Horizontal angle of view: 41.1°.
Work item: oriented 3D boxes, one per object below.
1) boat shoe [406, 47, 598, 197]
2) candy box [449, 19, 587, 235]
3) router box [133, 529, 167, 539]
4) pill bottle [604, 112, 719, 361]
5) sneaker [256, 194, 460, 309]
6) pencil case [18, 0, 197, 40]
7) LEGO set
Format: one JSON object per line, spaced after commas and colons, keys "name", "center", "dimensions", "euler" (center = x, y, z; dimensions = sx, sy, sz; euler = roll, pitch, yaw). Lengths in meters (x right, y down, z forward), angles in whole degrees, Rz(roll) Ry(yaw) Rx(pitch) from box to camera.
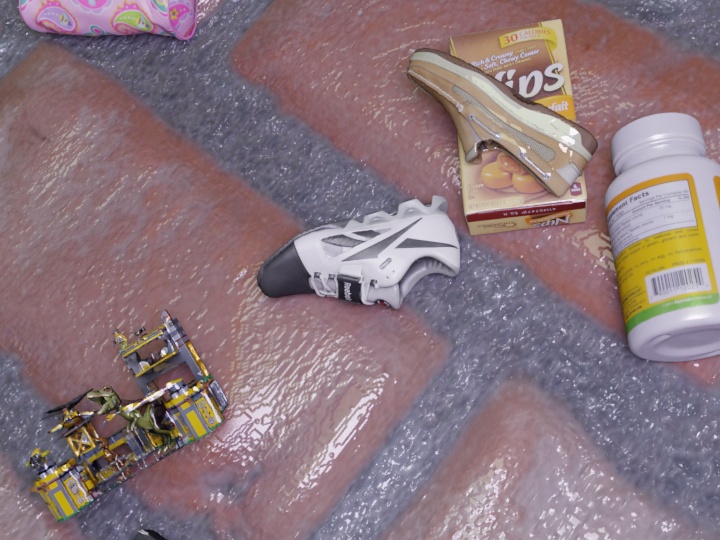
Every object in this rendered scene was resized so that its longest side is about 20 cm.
{"name": "boat shoe", "center": [0.115, -0.135, 0.886], "dimensions": [0.199, 0.072, 0.077], "euler": [34, 96, 24]}
{"name": "candy box", "center": [0.153, -0.141, 0.943], "dimensions": [0.114, 0.055, 0.202], "euler": [-6, 68, 9]}
{"name": "router box", "center": [-0.176, 0.345, 0.804], "dimensions": [0.149, 0.062, 0.201], "euler": [29, 75, 21]}
{"name": "pill bottle", "center": [0.277, -0.031, 0.846], "dimensions": [0.110, 0.111, 0.202], "euler": [-7, 67, 8]}
{"name": "sneaker", "center": [0.000, 0.000, 0.906], "dimensions": [0.198, 0.074, 0.089], "euler": [-19, 64, 3]}
{"name": "pencil case", "center": [-0.281, -0.306, 1.078], "dimensions": [0.198, 0.088, 0.088], "euler": [6, 69, 14]}
{"name": "LEGO set", "center": [-0.215, 0.118, 0.854], "dimensions": [0.199, 0.154, 0.117], "euler": [-31, 93, 9]}
